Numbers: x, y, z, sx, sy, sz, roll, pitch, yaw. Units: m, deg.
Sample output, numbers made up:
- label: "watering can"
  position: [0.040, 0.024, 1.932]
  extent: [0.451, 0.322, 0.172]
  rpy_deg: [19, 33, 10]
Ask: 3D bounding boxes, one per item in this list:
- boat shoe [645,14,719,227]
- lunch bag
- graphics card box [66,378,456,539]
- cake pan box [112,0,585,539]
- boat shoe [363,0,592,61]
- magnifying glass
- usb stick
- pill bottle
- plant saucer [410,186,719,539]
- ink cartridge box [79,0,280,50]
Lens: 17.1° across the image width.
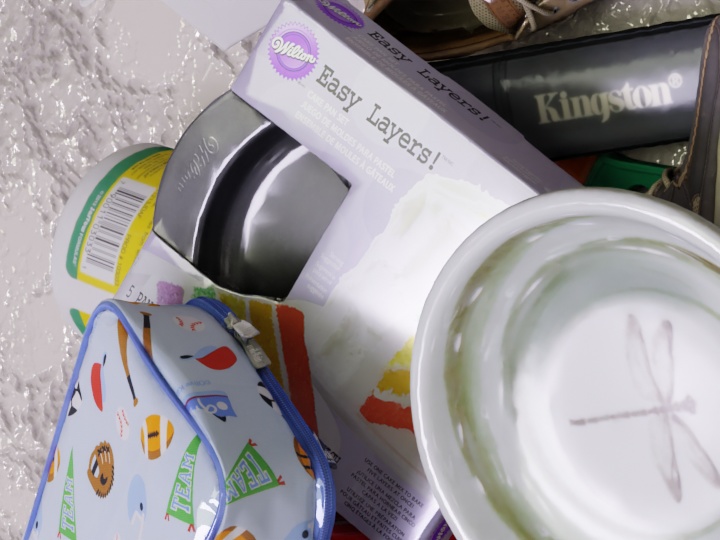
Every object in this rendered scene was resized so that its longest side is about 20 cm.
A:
- label: "boat shoe"
  position: [0.150, -0.016, 1.041]
  extent: [0.073, 0.074, 0.201]
  rpy_deg: [11, 104, 39]
- label: "lunch bag"
  position: [-0.087, 0.113, 1.061]
  extent: [0.160, 0.075, 0.201]
  rpy_deg: [52, 131, 42]
- label: "graphics card box"
  position: [-0.049, 0.109, 1.174]
  extent: [0.200, 0.125, 0.051]
  rpy_deg: [30, 113, 50]
- label: "cake pan box"
  position: [0.000, 0.000, 1.078]
  extent: [0.200, 0.052, 0.185]
  rpy_deg: [40, 112, 16]
- label: "boat shoe"
  position: [0.078, -0.138, 1.100]
  extent: [0.199, 0.072, 0.076]
  rpy_deg: [-18, 128, 45]
- label: "magnifying glass"
  position: [0.127, -0.035, 1.119]
  extent: [0.200, 0.022, 0.080]
  rpy_deg: [40, 117, 27]
- label: "usb stick"
  position: [0.110, -0.081, 1.098]
  extent: [0.199, 0.033, 0.056]
  rpy_deg: [-7, 91, 27]
- label: "pill bottle"
  position: [-0.051, 0.012, 1.203]
  extent: [0.199, 0.112, 0.114]
  rpy_deg: [19, 105, 36]
- label: "plant saucer"
  position: [0.114, 0.060, 0.975]
  extent: [0.199, 0.050, 0.201]
  rpy_deg: [12, 111, 33]
- label: "ink cartridge box"
  position: [-0.041, -0.189, 1.176]
  extent: [0.199, 0.068, 0.116]
  rpy_deg: [-25, 41, 37]
